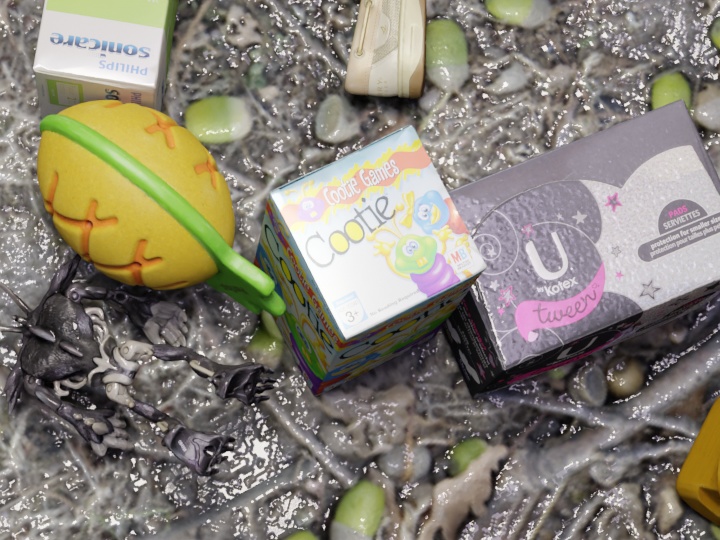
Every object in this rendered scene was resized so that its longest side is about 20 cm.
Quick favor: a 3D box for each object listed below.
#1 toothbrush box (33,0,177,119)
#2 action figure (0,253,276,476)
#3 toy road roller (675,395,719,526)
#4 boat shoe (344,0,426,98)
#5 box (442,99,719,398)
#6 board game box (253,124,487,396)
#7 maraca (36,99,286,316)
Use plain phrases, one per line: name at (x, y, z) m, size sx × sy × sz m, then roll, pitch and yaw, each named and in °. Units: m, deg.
toothbrush box at (-0.167, -0.200, 1.187) m, size 0.085 × 0.146 × 0.202 m, roll 7°, pitch 76°, yaw -6°
action figure at (-0.160, 0.068, 1.149) m, size 0.199 × 0.102 × 0.120 m, roll 24°, pitch 82°, yaw 27°
toy road roller at (0.314, 0.156, 1.187) m, size 0.200 × 0.145 × 0.124 m, roll 43°, pitch 71°, yaw -34°
boat shoe at (0.017, -0.222, 1.254) m, size 0.064 × 0.072 × 0.202 m, roll 1°, pitch 74°, yaw 3°
box at (0.152, -0.013, 1.195) m, size 0.198 × 0.115 × 0.133 m, roll -21°, pitch 79°, yaw -11°
board game box at (0.000, 0.000, 1.129) m, size 0.104 × 0.200 × 0.104 m, roll -26°, pitch 80°, yaw -12°
maraca at (-0.130, -0.035, 1.126) m, size 0.200 × 0.137 × 0.107 m, roll 41°, pitch 80°, yaw -18°
